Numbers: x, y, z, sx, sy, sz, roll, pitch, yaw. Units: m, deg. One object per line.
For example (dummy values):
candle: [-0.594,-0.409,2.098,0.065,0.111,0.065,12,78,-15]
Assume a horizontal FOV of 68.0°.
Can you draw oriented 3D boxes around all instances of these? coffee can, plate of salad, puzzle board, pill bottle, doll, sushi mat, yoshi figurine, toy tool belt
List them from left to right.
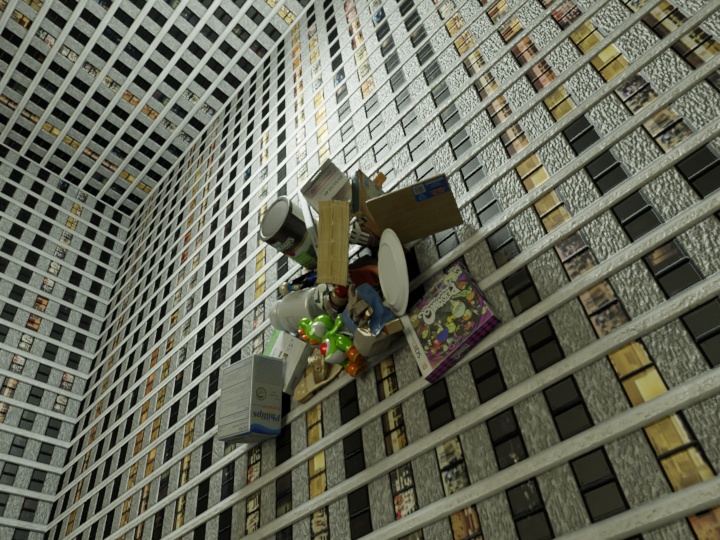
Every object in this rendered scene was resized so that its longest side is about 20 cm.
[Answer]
coffee can: [-0.190,-0.108,1.621,0.144,0.198,0.150,-29,44,33]
pill bottle: [-0.169,0.116,1.503,0.196,0.113,0.118,-14,54,45]
doll: [-0.154,0.026,1.565,0.195,0.050,0.136,-26,5,18]
sushi mat: [-0.066,-0.067,1.299,0.093,0.012,0.208,6,98,34]
yoshi figurine: [-0.062,0.166,1.310,0.197,0.112,0.115,29,84,28]
toy tool belt: [0.014,0.087,1.225,0.201,0.123,0.124,49,134,17]
plate of salad: [0.084,0.004,1.251,0.199,0.046,0.208,171,91,-74]
puzzle board: [0.129,-0.138,1.249,0.194,0.152,0.018,-18,40,18]

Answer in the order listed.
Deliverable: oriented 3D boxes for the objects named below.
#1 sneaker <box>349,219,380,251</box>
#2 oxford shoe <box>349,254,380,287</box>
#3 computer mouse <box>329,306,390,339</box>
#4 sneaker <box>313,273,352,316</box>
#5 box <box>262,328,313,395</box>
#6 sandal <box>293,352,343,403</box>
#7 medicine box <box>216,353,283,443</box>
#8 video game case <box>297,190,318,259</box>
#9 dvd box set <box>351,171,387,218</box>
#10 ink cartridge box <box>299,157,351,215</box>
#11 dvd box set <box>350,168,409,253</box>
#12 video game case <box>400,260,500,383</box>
sneaker: [0.033,-0.089,1.451,0.200,0.112,0.078,-63,-8,-73]
oxford shoe: [0.000,0.000,1.438,0.196,0.072,0.074,-2,42,45]
computer mouse: [-0.010,0.138,1.356,0.196,0.043,0.113,4,69,47]
sneaker: [-0.043,0.023,1.350,0.128,0.078,0.205,30,105,39]
box: [-0.222,0.256,1.535,0.197,0.036,0.148,14,76,53]
sandal: [-0.116,0.256,1.373,0.212,0.069,0.078,-47,37,16]
medicine box: [-0.303,0.355,1.465,0.180,0.101,0.207,-27,56,43]
video game case: [-0.122,-0.094,1.448,0.022,0.186,0.202,-18,38,-1]
dvd box set: [-0.015,-0.173,1.483,0.201,0.029,0.146,-51,4,-33]
ink cartridge box: [-0.082,-0.202,1.383,0.116,0.068,0.200,-47,-8,-1]
dvd box set: [0.051,-0.147,1.353,0.029,0.198,0.150,-29,44,30]
video game case: [0.183,0.107,1.145,0.200,0.035,0.184,-46,37,18]
